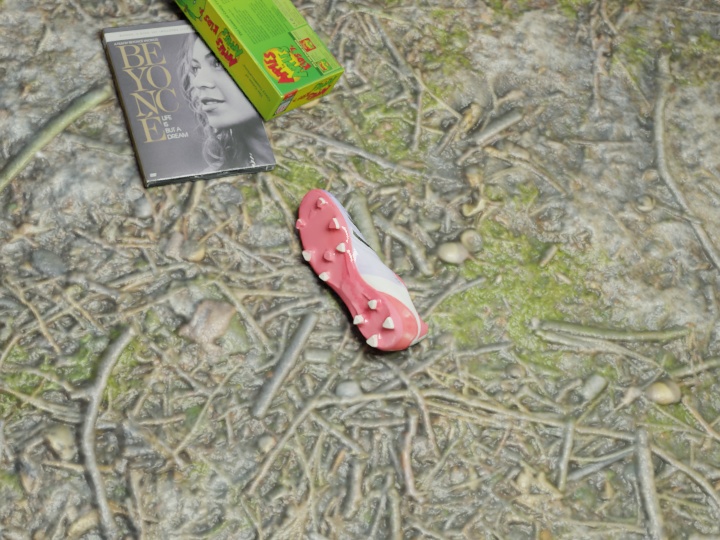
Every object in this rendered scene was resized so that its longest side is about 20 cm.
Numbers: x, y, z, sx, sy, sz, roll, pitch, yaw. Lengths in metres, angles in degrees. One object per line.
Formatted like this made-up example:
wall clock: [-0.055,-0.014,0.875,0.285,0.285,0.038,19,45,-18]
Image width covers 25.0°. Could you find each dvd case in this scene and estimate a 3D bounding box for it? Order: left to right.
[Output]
dvd case: [-0.189,-0.189,1.776,0.148,0.016,0.201,-9,65,-22]

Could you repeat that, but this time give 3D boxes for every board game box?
board game box: [-0.119,-0.271,1.809,0.101,0.048,0.200,-28,76,-39]

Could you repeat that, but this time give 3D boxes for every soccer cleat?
soccer cleat: [0.000,0.000,1.714,0.076,0.067,0.201,1,51,-53]
